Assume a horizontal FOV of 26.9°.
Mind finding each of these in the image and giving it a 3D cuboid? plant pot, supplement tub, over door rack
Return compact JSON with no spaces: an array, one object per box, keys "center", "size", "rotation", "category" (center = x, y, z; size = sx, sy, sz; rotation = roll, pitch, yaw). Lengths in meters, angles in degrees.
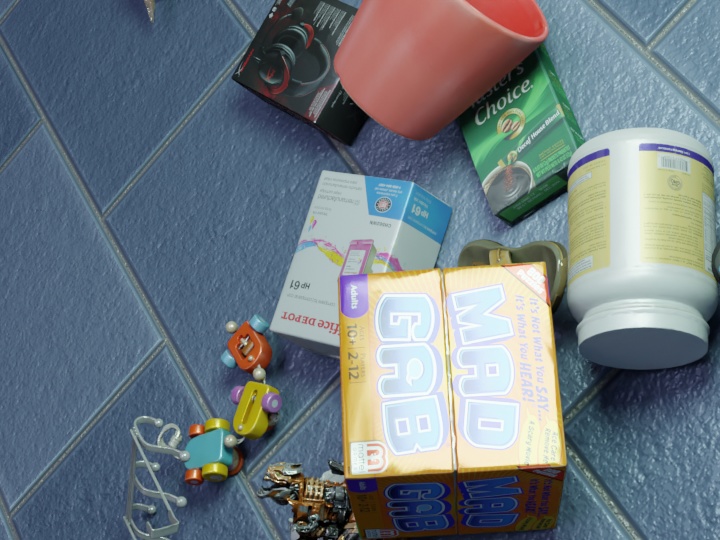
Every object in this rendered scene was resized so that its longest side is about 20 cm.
[{"center":[0.075,-0.252,1.633],"size":[0.178,0.199,0.201],"rotation":[-48,48,27],"category":"plant pot"},{"center":[0.271,-0.019,1.451],"size":[0.144,0.145,0.202],"rotation":[-12,64,35],"category":"supplement tub"},{"center":[-0.227,0.284,1.720],"size":[0.201,0.066,0.149],"rotation":[-113,27,-55],"category":"over door rack"}]

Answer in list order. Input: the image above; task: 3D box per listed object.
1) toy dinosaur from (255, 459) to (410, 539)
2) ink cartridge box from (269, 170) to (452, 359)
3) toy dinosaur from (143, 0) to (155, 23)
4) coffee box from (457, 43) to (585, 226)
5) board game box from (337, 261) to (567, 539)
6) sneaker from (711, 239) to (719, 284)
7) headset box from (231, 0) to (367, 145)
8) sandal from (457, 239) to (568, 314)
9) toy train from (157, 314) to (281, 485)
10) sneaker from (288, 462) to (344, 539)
[{"center":[-0.018,0.273,1.534],"size":[0.199,0.102,0.137],"rotation":[29,92,15],"category":"toy dinosaur"},{"center":[0.000,0.000,1.702],"size":[0.144,0.084,0.202],"rotation":[10,79,41],"category":"ink cartridge box"},{"center":[-0.285,-0.455,2.097],"size":[0.085,0.135,0.201],"rotation":[24,87,42],"category":"toy dinosaur"},{"center":[0.172,-0.162,1.660],"size":[0.122,0.044,0.201],"rotation":[-33,53,25],"category":"coffee box"},{"center":[0.086,0.130,1.449],"size":[0.198,0.200,0.202],"rotation":[-4,65,3],"category":"board game box"},{"center":[0.356,-0.007,1.360],"size":[0.082,0.199,0.074],"rotation":[-36,80,34],"category":"sneaker"},{"center":[-0.046,-0.255,1.856],"size":[0.199,0.075,0.149],"rotation":[32,92,43],"category":"headset box"},{"center":[0.148,0.005,1.558],"size":[0.199,0.054,0.081],"rotation":[13,101,61],"category":"sandal"},{"center":[-0.149,0.161,1.778],"size":[0.201,0.055,0.150],"rotation":[-53,42,8],"category":"toy train"},{"center":[-0.005,0.232,1.617],"size":[0.200,0.076,0.081],"rotation":[-47,40,11],"category":"sneaker"}]
